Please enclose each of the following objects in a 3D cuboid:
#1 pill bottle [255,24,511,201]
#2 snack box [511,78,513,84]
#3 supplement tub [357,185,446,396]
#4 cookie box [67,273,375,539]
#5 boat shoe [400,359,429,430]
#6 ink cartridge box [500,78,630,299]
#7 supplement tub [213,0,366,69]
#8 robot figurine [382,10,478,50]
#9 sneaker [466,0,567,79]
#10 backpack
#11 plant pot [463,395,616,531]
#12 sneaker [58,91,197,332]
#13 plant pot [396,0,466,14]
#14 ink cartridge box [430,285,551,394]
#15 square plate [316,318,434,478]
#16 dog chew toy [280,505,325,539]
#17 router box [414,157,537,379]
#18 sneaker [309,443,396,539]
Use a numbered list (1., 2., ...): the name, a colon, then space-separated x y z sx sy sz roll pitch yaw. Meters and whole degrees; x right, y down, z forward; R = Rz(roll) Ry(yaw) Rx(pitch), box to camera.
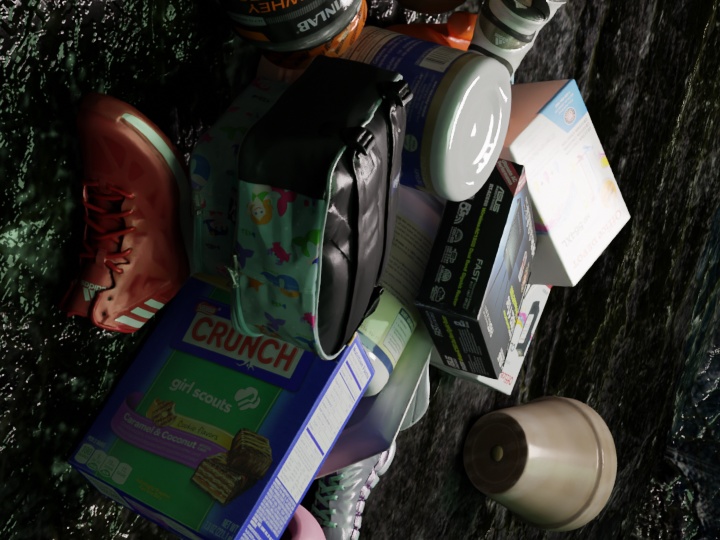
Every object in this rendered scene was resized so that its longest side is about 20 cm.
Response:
1. pill bottle: 0.015 -0.142 1.016 0.120 0.198 0.121 -39 140 -44
2. snack box: 0.112 -0.157 1.361 0.200 0.037 0.117 -41 142 -44
3. supplement tub: 0.000 0.000 1.142 0.202 0.144 0.145 -60 151 -17
4. cookie box: -0.111 0.118 0.991 0.201 0.169 0.075 -59 154 -22
5. boat shoe: 0.050 0.106 1.382 0.201 0.071 0.072 103 -8 -45
6. ink cartridge box: 0.186 -0.081 1.286 0.129 0.124 0.201 -44 118 -30
7. supplement tub: -0.067 -0.247 0.882 0.123 0.121 0.200 -60 151 -18
8. robot figurine: 0.063 -0.180 1.172 0.199 0.142 0.118 -18 99 -57
9. sneaker: 0.127 -0.218 1.107 0.116 0.075 0.201 -57 179 29
10. backpack: -0.042 -0.041 0.910 0.178 0.149 0.202 -58 152 -48
11. plant pot: 0.245 0.274 1.759 0.172 0.199 0.203 17 93 -45
12. sneaker: -0.177 -0.025 0.877 0.116 0.078 0.201 -56 149 -27
13. plant pot: 0.060 -0.314 1.042 0.188 0.185 0.200 -61 168 -16
14. ink cartridge box: 0.175 0.048 1.564 0.145 0.082 0.202 28 82 -63
15. square plate: 0.010 0.108 1.222 0.200 0.028 0.200 -34 -151 56
16. dog chew toy: -0.096 0.322 1.214 0.124 0.124 0.202 -42 149 -42
17. router box: 0.114 0.001 1.130 0.200 0.061 0.152 59 48 -67
18. sneaker: -0.034 0.244 1.344 0.088 0.074 0.202 52 52 -40
